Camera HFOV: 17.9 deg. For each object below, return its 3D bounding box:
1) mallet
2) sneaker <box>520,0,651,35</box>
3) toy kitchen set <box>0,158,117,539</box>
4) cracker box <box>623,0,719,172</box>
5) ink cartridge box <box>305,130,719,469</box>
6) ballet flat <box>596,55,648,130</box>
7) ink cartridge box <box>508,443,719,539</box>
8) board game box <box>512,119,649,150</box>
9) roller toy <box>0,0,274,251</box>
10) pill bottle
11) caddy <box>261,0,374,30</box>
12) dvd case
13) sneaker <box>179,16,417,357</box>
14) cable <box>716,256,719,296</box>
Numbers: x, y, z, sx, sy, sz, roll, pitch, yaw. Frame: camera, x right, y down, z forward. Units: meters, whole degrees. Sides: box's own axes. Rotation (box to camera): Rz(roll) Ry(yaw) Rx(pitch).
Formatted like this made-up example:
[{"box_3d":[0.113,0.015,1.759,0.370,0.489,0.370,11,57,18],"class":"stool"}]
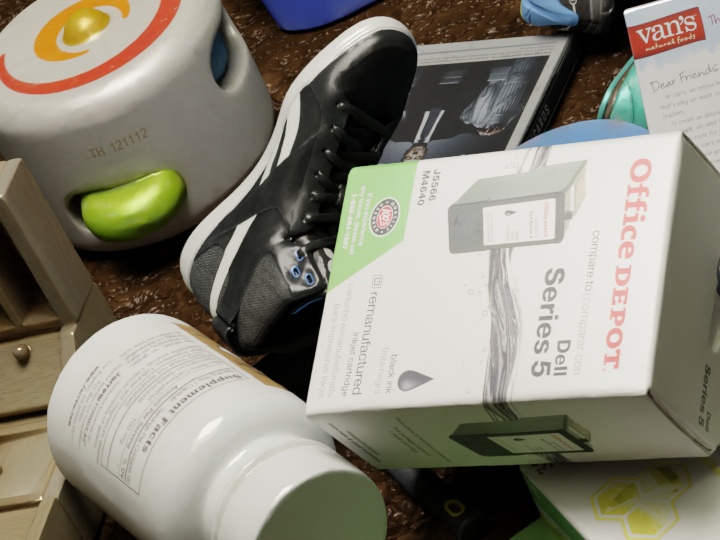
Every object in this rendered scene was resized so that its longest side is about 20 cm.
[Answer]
[{"box_3d":[0.014,0.088,1.282,0.066,0.041,0.199,-39,43,-20],"class":"mallet"},{"box_3d":[0.174,-0.219,1.537,0.082,0.071,0.200,23,47,13],"class":"sneaker"},{"box_3d":[-0.253,0.080,1.330,0.162,0.181,0.201,-11,37,22],"class":"toy kitchen set"},{"box_3d":[0.227,-0.056,1.204,0.133,0.058,0.202,-13,82,17],"class":"cracker box"},{"box_3d":[0.085,0.018,1.166,0.199,0.084,0.147,-6,62,32],"class":"ink cartridge box"},{"box_3d":[0.211,-0.140,1.421,0.070,0.068,0.201,19,52,15],"class":"ballet flat"},{"box_3d":[0.119,0.146,1.133,0.199,0.048,0.146,-31,36,-10],"class":"ink cartridge box"},{"box_3d":[0.113,0.008,1.304,0.157,0.039,0.201,8,65,49],"class":"board game box"},{"box_3d":[-0.163,-0.119,1.550,0.182,0.140,0.199,-44,39,-23],"class":"roller toy"},{"box_3d":[-0.077,0.109,1.242,0.114,0.115,0.200,-40,38,-17],"class":"pill bottle"},{"box_3d":[-0.018,-0.269,1.670,0.199,0.105,0.142,-28,37,-2],"class":"caddy"},{"box_3d":[0.044,-0.078,1.470,0.149,0.025,0.201,-1,42,30],"class":"dvd case"},{"box_3d":[-0.013,-0.035,1.281,0.201,0.073,0.112,-54,44,16],"class":"sneaker"},{"box_3d":[0.274,0.019,1.079,0.163,0.200,0.051,-49,-11,32],"class":"cable"}]
